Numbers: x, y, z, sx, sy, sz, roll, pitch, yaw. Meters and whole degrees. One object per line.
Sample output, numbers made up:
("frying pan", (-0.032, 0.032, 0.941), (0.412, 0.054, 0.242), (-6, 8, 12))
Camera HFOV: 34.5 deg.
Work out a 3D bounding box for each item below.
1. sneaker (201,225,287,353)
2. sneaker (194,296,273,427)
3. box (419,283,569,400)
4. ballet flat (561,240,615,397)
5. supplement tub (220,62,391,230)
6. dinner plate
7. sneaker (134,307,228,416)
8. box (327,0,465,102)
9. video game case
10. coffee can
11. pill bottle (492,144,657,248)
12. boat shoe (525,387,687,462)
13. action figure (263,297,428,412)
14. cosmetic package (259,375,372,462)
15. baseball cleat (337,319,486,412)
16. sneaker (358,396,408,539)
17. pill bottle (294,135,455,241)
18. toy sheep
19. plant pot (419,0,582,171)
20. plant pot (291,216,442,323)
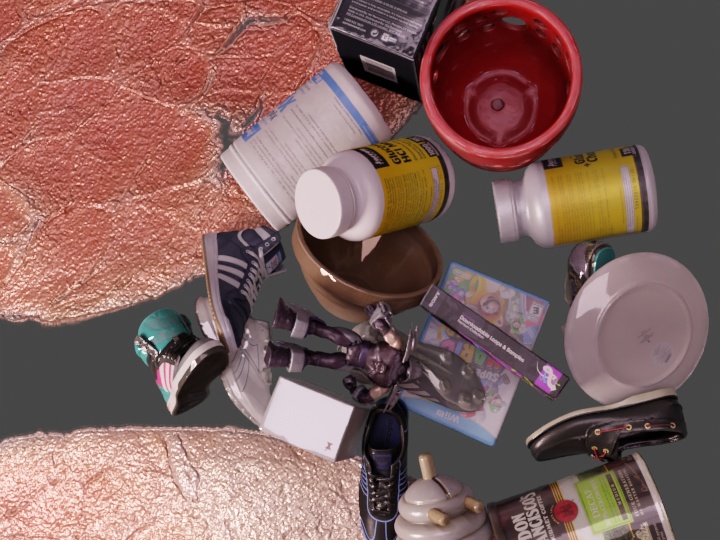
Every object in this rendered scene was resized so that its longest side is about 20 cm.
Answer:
("sneaker", (-0.144, 0.016, 1.501), (0.107, 0.071, 0.202), (-11, 45, -4))
("sneaker", (-0.149, 0.113, 1.528), (0.086, 0.075, 0.202), (-24, 81, -1))
("box", (0.166, 0.091, 1.434), (0.199, 0.143, 0.036), (36, 89, 11))
("ballet flat", (0.289, 0.058, 1.477), (0.071, 0.072, 0.204), (0, 104, 7))
("supplement tub", (-0.070, -0.163, 1.521), (0.199, 0.132, 0.133), (-38, 80, 0))
("dinner plate", (0.349, 0.079, 1.444), (0.197, 0.024, 0.203), (-4, 105, -14))
("sneaker", (-0.232, 0.099, 1.486), (0.083, 0.200, 0.122), (-25, 75, -29))
("box", (0.060, -0.350, 1.493), (0.122, 0.200, 0.199), (22, 86, 8))
("video game case", (0.146, 0.108, 1.515), (0.141, 0.018, 0.202), (22, 86, 9))
("coffee can", (0.269, 0.323, 1.408), (0.197, 0.146, 0.148), (-20, 81, 4))
("pill bottle", (0.271, -0.090, 1.477), (0.197, 0.112, 0.114), (-9, 82, 6))
("boat shoe", (0.306, 0.205, 1.446), (0.198, 0.074, 0.064), (-16, 62, 8))
("action figure", (-0.011, 0.095, 1.381), (0.197, 0.069, 0.132), (15, 99, -6))
("cosmetic package", (-0.051, 0.184, 1.439), (0.100, 0.200, 0.072), (21, 86, 8))
("baseball cleat", (0.063, 0.128, 1.485), (0.199, 0.106, 0.070), (33, 55, -14))
("sneaker", (0.027, 0.262, 1.475), (0.069, 0.078, 0.204), (1, 89, 10))
("pill bottle", (0.018, -0.101, 1.452), (0.112, 0.198, 0.114), (16, 114, 42))
("toy sheep", (0.104, 0.324, 1.434), (0.136, 0.138, 0.203), (-7, 95, 6))
("plant pot", (0.178, -0.222, 1.470), (0.197, 0.183, 0.204), (-1, 82, 7))
("plant pot", (0.000, 0.000, 1.489), (0.199, 0.201, 0.093), (29, 126, 10))
